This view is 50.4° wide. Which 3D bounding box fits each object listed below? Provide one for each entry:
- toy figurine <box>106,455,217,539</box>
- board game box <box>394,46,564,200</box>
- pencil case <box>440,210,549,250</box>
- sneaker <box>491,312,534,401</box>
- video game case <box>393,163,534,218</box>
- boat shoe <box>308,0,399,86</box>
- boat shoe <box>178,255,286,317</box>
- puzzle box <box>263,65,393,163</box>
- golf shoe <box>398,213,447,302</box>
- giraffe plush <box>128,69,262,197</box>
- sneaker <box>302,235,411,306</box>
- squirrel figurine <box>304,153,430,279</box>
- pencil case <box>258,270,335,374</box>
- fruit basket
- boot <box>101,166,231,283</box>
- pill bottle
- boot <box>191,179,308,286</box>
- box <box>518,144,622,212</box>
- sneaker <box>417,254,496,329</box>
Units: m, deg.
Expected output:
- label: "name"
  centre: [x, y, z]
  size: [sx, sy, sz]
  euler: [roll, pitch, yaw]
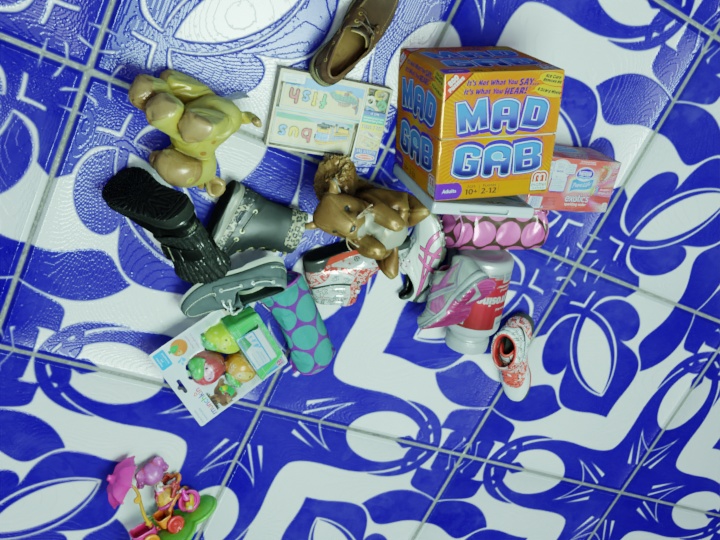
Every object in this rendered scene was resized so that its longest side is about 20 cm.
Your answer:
- label: "toy figurine"
  centre: [-0.398, 0.432, 1.468]
  size: [0.200, 0.150, 0.184]
  euler: [-32, 114, -26]
- label: "board game box"
  centre: [0.185, -0.248, 1.257]
  size: [0.199, 0.200, 0.200]
  euler: [-6, 118, -15]
- label: "pencil case"
  centre: [0.250, -0.086, 1.427]
  size: [0.199, 0.091, 0.094]
  euler: [-4, 152, -18]
- label: "sneaker"
  centre: [0.303, 0.194, 1.560]
  size: [0.108, 0.067, 0.202]
  euler: [-31, 129, -51]
- label: "video game case"
  centre: [0.171, -0.138, 1.308]
  size: [0.182, 0.200, 0.022]
  euler: [2, 115, -18]
- label: "boat shoe"
  centre: [0.001, -0.372, 1.202]
  size: [0.072, 0.068, 0.200]
  euler: [38, 88, -25]
- label: "boat shoe"
  centre: [-0.216, 0.041, 1.301]
  size: [0.200, 0.062, 0.073]
  euler: [-24, 153, 5]
- label: "puzzle box"
  centre: [-0.054, -0.257, 1.277]
  size: [0.199, 0.025, 0.133]
  euler: [5, 114, -20]
- label: "golf shoe"
  centre: [0.110, -0.027, 1.419]
  size: [0.092, 0.073, 0.200]
  euler: [-9, 118, -12]
- label: "giraffe plush"
  centre: [-0.266, -0.199, 1.185]
  size: [0.200, 0.173, 0.162]
  euler: [-12, 138, -51]
- label: "sneaker"
  centre: [-0.001, 0.000, 1.401]
  size: [0.201, 0.067, 0.108]
  euler: [-14, 120, -7]
- label: "squirrel figurine"
  centre: [-0.017, -0.098, 1.261]
  size: [0.186, 0.200, 0.142]
  euler: [6, 125, -46]
- label: "pencil case"
  centre: [-0.117, 0.096, 1.398]
  size: [0.092, 0.085, 0.200]
  euler: [-23, 120, -1]
- label: "fruit basket"
  centre: [-0.246, 0.162, 1.373]
  size: [0.200, 0.094, 0.186]
  euler: [-38, 122, -18]
- label: "boot"
  centre: [-0.309, -0.067, 1.213]
  size: [0.079, 0.211, 0.158]
  euler: [-47, 141, -18]
- label: "pill bottle"
  centre: [0.221, 0.056, 1.473]
  size: [0.112, 0.112, 0.201]
  euler: [0, 116, -18]
- label: "boot"
  centre: [-0.193, -0.042, 1.315]
  size: [0.153, 0.074, 0.204]
  euler: [18, 112, -29]
- label: "box"
  centre: [0.362, -0.172, 1.397]
  size: [0.200, 0.095, 0.103]
  euler: [-1, 117, -29]
- label: "sneaker"
  centre: [0.164, 0.040, 1.395]
  size: [0.081, 0.088, 0.200]
  euler: [-3, 149, -37]
